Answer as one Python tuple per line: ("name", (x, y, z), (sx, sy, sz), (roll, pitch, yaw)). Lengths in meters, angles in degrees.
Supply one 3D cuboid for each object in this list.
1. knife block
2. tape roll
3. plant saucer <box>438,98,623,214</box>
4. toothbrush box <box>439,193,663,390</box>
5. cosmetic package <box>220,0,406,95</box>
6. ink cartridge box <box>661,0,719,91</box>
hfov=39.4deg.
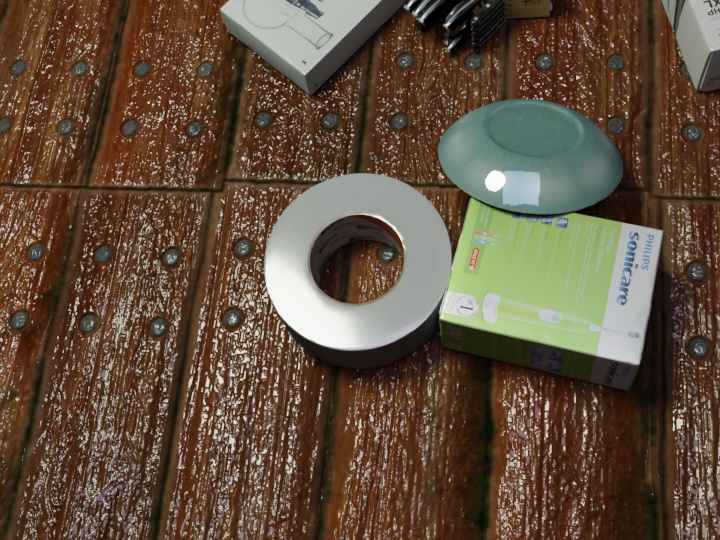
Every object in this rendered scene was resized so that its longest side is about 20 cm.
("knife block", (0.142, -0.358, 1.204), (0.173, 0.064, 0.202), (1, 67, 7))
("tape roll", (0.000, 0.000, 1.072), (0.198, 0.066, 0.202), (-3, 68, 6))
("plant saucer", (0.182, -0.136, 1.071), (0.199, 0.039, 0.202), (0, 41, 0))
("toothbrush box", (0.193, 0.021, 1.024), (0.198, 0.086, 0.147), (11, 68, 13))
("cosmetic package", (-0.049, -0.332, 1.228), (0.150, 0.052, 0.200), (39, 77, 18))
("ink cartridge box", (0.425, -0.320, 1.137), (0.143, 0.084, 0.202), (-13, 66, 3))
